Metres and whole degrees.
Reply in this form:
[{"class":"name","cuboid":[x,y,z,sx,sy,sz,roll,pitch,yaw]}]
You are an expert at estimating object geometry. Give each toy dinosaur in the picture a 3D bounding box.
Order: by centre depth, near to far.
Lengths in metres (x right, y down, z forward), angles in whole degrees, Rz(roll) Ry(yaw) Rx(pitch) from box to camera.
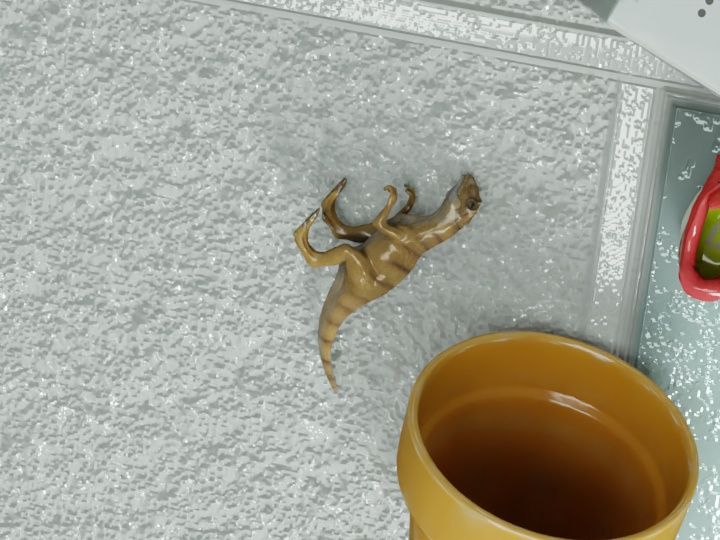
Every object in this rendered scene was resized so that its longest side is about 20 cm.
[{"class":"toy dinosaur","cuboid":[0.000,0.000,1.681,0.106,0.060,0.200,43,117,-3]}]

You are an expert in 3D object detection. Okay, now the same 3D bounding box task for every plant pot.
[{"class":"plant pot","cuboid":[0.112,0.176,1.650,0.199,0.200,0.184,22,130,9]}]

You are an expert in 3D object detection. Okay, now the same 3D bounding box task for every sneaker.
[{"class":"sneaker","cuboid":[0.262,-0.064,1.558,0.077,0.085,0.201,23,115,8]}]

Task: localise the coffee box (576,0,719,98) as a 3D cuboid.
[{"class":"coffee box","cuboid":[0.266,-0.185,1.408,0.197,0.200,0.200,31,97,-5]}]
